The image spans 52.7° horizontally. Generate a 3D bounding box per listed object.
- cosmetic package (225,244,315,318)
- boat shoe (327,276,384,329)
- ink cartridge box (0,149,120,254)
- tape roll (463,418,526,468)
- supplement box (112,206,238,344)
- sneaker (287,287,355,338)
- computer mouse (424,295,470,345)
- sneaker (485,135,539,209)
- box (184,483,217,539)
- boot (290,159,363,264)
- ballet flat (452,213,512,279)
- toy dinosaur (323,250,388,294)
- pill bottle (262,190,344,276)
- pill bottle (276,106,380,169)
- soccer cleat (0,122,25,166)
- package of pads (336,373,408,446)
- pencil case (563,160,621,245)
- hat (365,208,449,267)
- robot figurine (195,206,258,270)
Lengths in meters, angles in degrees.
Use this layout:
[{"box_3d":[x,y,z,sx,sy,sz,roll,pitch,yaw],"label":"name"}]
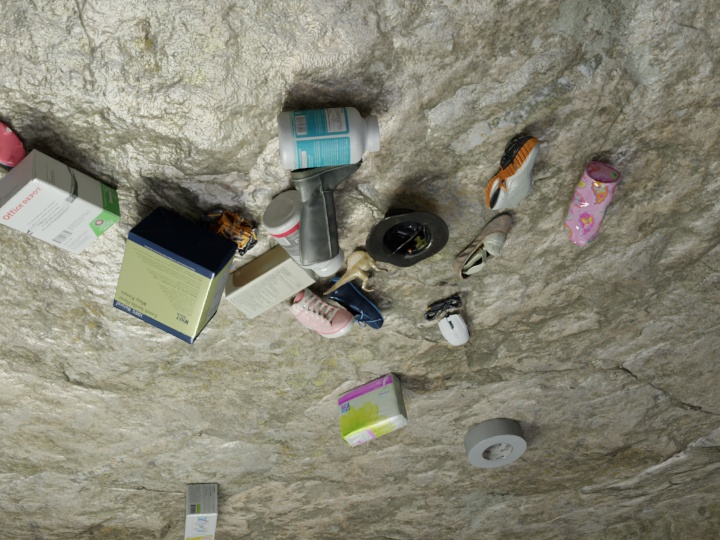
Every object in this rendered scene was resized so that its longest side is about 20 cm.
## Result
[{"box_3d":[-0.214,0.021,1.718,0.198,0.072,0.105,-29,132,17],"label":"cosmetic package"},{"box_3d":[-0.020,0.096,1.823,0.200,0.069,0.084,42,153,-30],"label":"boat shoe"},{"box_3d":[-0.607,-0.133,1.450,0.145,0.085,0.199,-32,145,21],"label":"ink cartridge box"},{"box_3d":[0.445,0.573,2.405,0.197,0.067,0.202,-6,136,-6],"label":"tape roll"},{"box_3d":[-0.397,0.010,1.559,0.198,0.135,0.201,25,121,2],"label":"supplement box"},{"box_3d":[-0.106,0.099,1.761,0.199,0.076,0.105,9,146,50],"label":"sneaker"},{"box_3d":[0.251,0.150,1.958,0.109,0.044,0.201,-24,134,12],"label":"computer mouse"},{"box_3d":[0.353,-0.215,1.602,0.091,0.076,0.201,1,143,-22],"label":"sneaker"},{"box_3d":[-0.532,0.809,2.414,0.100,0.113,0.201,2,135,-15],"label":"box"},{"box_3d":[-0.062,-0.128,1.522,0.180,0.072,0.203,-20,110,-23],"label":"boot"},{"box_3d":[0.302,-0.049,1.752,0.067,0.068,0.200,20,128,-28],"label":"ballet flat"},{"box_3d":[0.000,0.000,1.751,0.200,0.058,0.101,-42,124,5],"label":"toy dinosaur"},{"box_3d":[-0.119,-0.075,1.612,0.110,0.112,0.200,-27,134,16],"label":"pill bottle"},{"box_3d":[-0.063,-0.263,1.435,0.197,0.112,0.112,-5,136,-5],"label":"pill bottle"},{"box_3d":[-0.720,-0.263,1.353,0.076,0.067,0.200,8,160,38],"label":"soccer cleat"},{"box_3d":[0.032,0.404,2.089,0.198,0.156,0.068,-26,134,15],"label":"package of pads"},{"box_3d":[0.534,-0.154,1.685,0.086,0.088,0.202,-4,136,-7],"label":"pencil case"},{"box_3d":[0.101,-0.096,1.660,0.198,0.082,0.202,-9,144,-6],"label":"hat"},{"box_3d":[-0.318,-0.054,1.631,0.144,0.059,0.200,26,125,-30],"label":"robot figurine"}]
